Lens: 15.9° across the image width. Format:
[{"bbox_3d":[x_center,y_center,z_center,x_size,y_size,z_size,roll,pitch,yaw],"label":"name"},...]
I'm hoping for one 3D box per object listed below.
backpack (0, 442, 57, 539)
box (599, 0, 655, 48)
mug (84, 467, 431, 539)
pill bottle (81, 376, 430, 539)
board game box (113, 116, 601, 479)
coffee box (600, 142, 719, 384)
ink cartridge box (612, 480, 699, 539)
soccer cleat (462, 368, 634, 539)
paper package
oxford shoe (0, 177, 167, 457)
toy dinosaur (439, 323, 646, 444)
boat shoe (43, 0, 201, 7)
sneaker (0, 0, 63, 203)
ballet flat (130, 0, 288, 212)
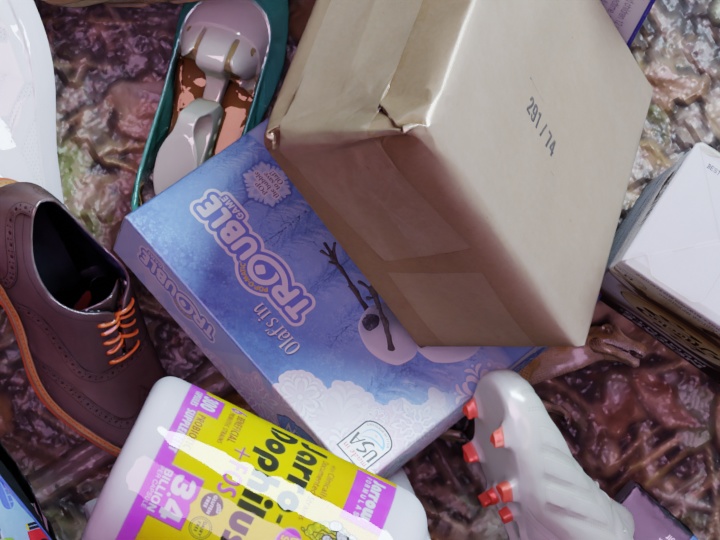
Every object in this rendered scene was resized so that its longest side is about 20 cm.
[{"bbox_3d":[-0.256,0.156,1.438,0.134,0.182,0.200,-39,92,-34],"label":"backpack"},{"bbox_3d":[0.085,-0.217,1.434,0.199,0.184,0.105,25,65,1],"label":"box"},{"bbox_3d":[-0.045,0.196,1.466,0.174,0.148,0.201,-18,115,-9],"label":"mug"},{"bbox_3d":[-0.036,0.141,1.335,0.199,0.104,0.105,26,89,-2],"label":"pill bottle"},{"bbox_3d":[0.000,0.000,1.451,0.199,0.043,0.200,-37,78,-28],"label":"board game box"},{"bbox_3d":[0.198,0.002,1.428,0.113,0.200,0.080,34,86,2],"label":"coffee box"},{"bbox_3d":[0.130,0.229,1.506,0.099,0.039,0.200,41,90,1],"label":"ink cartridge box"},{"bbox_3d":[0.111,0.132,1.433,0.077,0.069,0.201,-24,120,-12],"label":"soccer cleat"},{"bbox_3d":[0.058,-0.084,1.363,0.103,0.200,0.192,-2,54,32],"label":"paper package"},{"bbox_3d":[-0.153,0.035,1.462,0.071,0.072,0.200,-50,121,-26],"label":"oxford shoe"},{"bbox_3d":[0.062,0.046,1.511,0.199,0.058,0.102,17,74,-6],"label":"toy dinosaur"},{"bbox_3d":[-0.094,-0.189,1.467,0.199,0.064,0.072,-4,87,29],"label":"boat shoe"},{"bbox_3d":[-0.237,-0.085,1.474,0.115,0.073,0.202,-9,88,-43],"label":"sneaker"},{"bbox_3d":[-0.086,-0.099,1.498,0.067,0.070,0.201,15,89,1],"label":"ballet flat"}]
